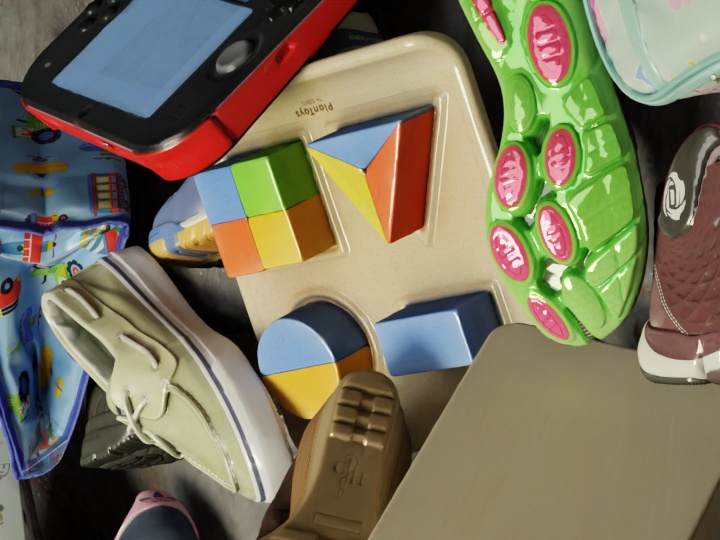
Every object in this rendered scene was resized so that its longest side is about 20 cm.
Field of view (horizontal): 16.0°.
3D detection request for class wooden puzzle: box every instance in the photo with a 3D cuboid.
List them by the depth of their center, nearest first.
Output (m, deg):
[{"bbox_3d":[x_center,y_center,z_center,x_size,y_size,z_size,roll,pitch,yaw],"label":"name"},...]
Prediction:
[{"bbox_3d":[0.000,0.000,1.204,0.184,0.046,0.201,-11,105,43],"label":"wooden puzzle"}]

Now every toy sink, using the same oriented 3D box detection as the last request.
[{"bbox_3d":[0.081,0.140,1.089,0.129,0.201,0.113,13,140,24],"label":"toy sink"}]

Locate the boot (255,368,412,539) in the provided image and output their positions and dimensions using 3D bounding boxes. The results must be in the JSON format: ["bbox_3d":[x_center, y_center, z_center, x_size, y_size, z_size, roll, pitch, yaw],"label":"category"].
[{"bbox_3d":[-0.025,0.158,1.172,0.072,0.201,0.167,20,148,6],"label":"boot"}]

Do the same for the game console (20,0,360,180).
[{"bbox_3d":[-0.074,-0.128,1.247,0.031,0.177,0.200,45,169,-30],"label":"game console"}]

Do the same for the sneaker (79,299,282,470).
[{"bbox_3d":[-0.102,0.052,1.415,0.199,0.076,0.092,-23,69,50],"label":"sneaker"}]

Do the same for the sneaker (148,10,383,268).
[{"bbox_3d":[-0.042,-0.064,1.308,0.200,0.075,0.089,-29,66,44],"label":"sneaker"}]

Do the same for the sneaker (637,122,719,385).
[{"bbox_3d":[0.174,-0.014,1.003,0.199,0.075,0.117,-3,93,56],"label":"sneaker"}]

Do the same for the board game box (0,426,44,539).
[{"bbox_3d":[-0.218,0.186,1.520,0.201,0.064,0.148,-107,8,-53],"label":"board game box"}]

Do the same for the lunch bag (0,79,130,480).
[{"bbox_3d":[-0.184,0.009,1.482,0.151,0.093,0.201,-103,15,-52],"label":"lunch bag"}]

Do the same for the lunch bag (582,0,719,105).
[{"bbox_3d":[0.136,-0.168,1.013,0.160,0.077,0.202,-28,75,54],"label":"lunch bag"}]

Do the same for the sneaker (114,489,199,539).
[{"bbox_3d":[-0.126,0.216,1.506,0.082,0.070,0.201,-102,24,-47],"label":"sneaker"}]

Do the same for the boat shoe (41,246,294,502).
[{"bbox_3d":[-0.097,0.060,1.293,0.200,0.062,0.072,44,152,47],"label":"boat shoe"}]

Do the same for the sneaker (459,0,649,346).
[{"bbox_3d":[0.092,-0.069,1.097,0.076,0.084,0.202,-9,86,30],"label":"sneaker"}]
